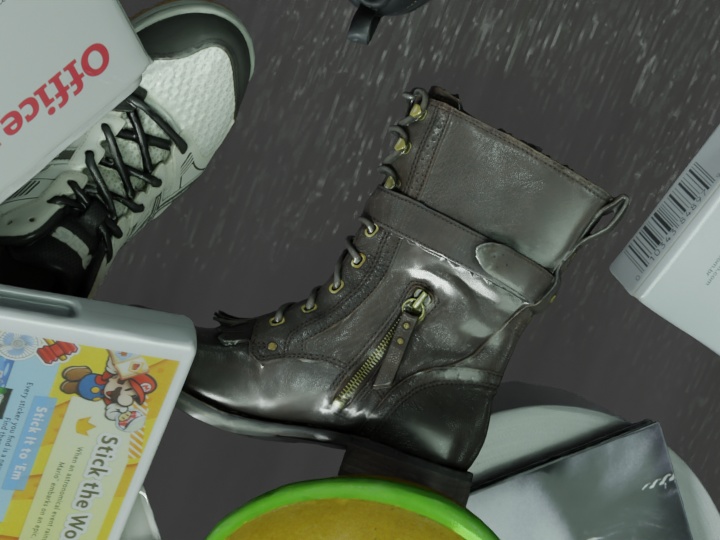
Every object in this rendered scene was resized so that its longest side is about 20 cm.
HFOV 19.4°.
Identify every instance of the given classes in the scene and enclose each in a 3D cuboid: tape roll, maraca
[{"bbox_3d":[0.076,0.157,1.000,0.198,0.066,0.202,-1,96,-13],"label":"tape roll"},{"bbox_3d":[-0.019,0.152,0.875,0.199,0.107,0.138,-19,107,26],"label":"maraca"}]

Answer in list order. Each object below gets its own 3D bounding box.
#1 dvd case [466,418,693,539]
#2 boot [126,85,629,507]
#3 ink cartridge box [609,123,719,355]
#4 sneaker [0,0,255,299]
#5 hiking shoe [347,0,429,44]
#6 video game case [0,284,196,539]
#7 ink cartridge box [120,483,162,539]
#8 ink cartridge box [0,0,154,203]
[{"bbox_3d":[0.066,0.171,0.958,0.199,0.016,0.150,-20,101,-10],"label":"dvd case"},{"bbox_3d":[0.000,0.000,0.930,0.199,0.069,0.175,22,88,4],"label":"boot"},{"bbox_3d":[0.252,-0.027,1.014,0.199,0.041,0.200,31,102,-28],"label":"ink cartridge box"},{"bbox_3d":[-0.113,-0.025,0.874,0.200,0.088,0.076,-46,117,5],"label":"sneaker"},{"bbox_3d":[0.029,-0.190,0.822,0.075,0.101,0.202,9,114,5],"label":"hiking shoe"},{"bbox_3d":[-0.178,0.081,0.817,0.181,0.023,0.201,10,127,-20],"label":"video game case"},{"bbox_3d":[-0.180,0.162,0.944,0.198,0.083,0.148,-18,119,-8],"label":"ink cartridge box"},{"bbox_3d":[-0.190,-0.118,0.778,0.145,0.083,0.201,-43,123,-26],"label":"ink cartridge box"}]
